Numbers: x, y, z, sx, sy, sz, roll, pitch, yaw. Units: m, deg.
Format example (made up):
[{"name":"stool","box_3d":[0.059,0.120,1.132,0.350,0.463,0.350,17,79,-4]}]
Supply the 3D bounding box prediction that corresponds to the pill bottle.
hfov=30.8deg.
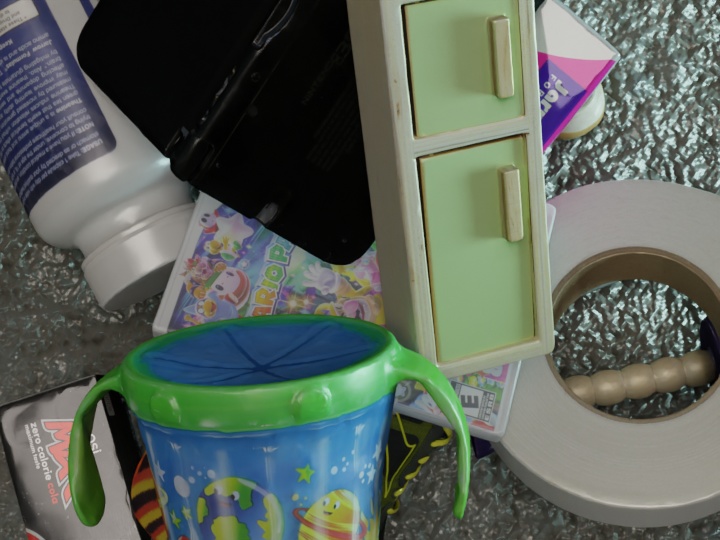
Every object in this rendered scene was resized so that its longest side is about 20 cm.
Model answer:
[{"name":"pill bottle","box_3d":[-0.162,-0.084,0.781,0.110,0.111,0.202,-28,84,0]}]

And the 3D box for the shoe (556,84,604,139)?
[{"name":"shoe","box_3d":[0.075,-0.161,0.807,0.070,0.053,0.200,-43,84,-2]}]

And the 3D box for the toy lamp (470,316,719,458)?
[{"name":"toy lamp","box_3d":[0.160,0.066,0.781,0.197,0.058,0.059,-12,84,0]}]

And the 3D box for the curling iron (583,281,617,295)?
[{"name":"curling iron","box_3d":[0.084,0.014,0.804,0.197,0.026,0.050,-11,87,1]}]

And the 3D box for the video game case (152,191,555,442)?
[{"name":"video game case","box_3d":[0.000,0.000,0.733,0.198,0.018,0.145,16,67,1]}]

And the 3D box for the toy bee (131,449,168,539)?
[{"name":"toy bee","box_3d":[-0.089,0.082,0.778,0.108,0.200,0.132,3,122,29]}]

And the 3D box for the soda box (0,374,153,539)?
[{"name":"soda box","box_3d":[-0.155,0.168,0.782,0.070,0.063,0.202,-18,84,1]}]

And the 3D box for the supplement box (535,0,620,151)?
[{"name":"supplement box","box_3d":[0.041,-0.146,0.743,0.199,0.103,0.102,39,103,2]}]

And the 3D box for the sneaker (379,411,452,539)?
[{"name":"sneaker","box_3d":[0.017,0.099,0.763,0.083,0.074,0.203,4,98,4]}]

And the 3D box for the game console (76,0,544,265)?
[{"name":"game console","box_3d":[-0.029,-0.137,0.698,0.175,0.117,0.201,29,106,-25]}]

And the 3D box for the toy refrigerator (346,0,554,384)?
[{"name":"toy refrigerator","box_3d":[0.046,-0.051,0.645,0.075,0.070,0.202,-12,114,-12]}]

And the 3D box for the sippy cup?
[{"name":"sippy cup","box_3d":[-0.044,0.100,0.641,0.176,0.139,0.132,6,106,41]}]

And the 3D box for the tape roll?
[{"name":"tape roll","box_3d":[0.157,0.042,0.743,0.200,0.037,0.205,-4,63,8]}]
